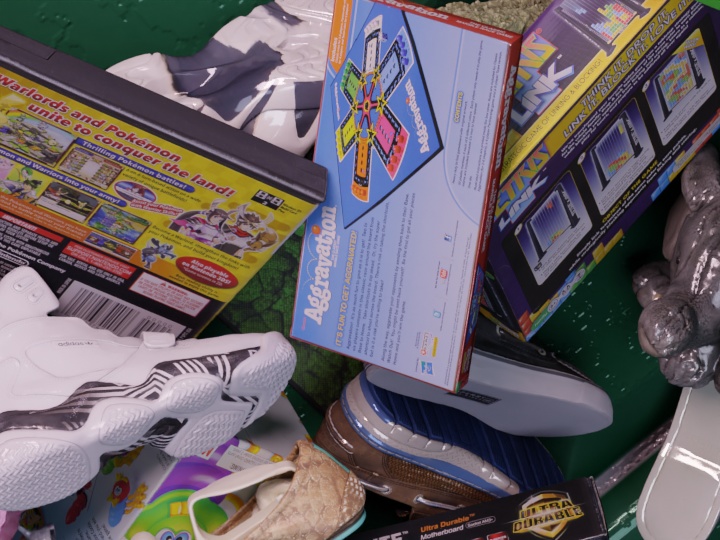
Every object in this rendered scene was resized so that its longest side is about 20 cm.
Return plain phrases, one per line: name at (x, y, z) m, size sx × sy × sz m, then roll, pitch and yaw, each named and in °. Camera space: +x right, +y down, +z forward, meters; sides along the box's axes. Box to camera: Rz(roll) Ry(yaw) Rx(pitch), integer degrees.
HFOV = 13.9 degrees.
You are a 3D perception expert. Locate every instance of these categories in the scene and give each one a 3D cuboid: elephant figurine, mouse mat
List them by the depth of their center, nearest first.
elephant figurine at (0.226, -0.005, 1.731) m, size 0.140 × 0.156 × 0.200 m, roll -13°, pitch 157°, yaw 5°
mouse mat at (0.000, 0.000, 1.745) m, size 0.161 × 0.008 × 0.200 m, roll -41°, pitch 130°, yaw 6°

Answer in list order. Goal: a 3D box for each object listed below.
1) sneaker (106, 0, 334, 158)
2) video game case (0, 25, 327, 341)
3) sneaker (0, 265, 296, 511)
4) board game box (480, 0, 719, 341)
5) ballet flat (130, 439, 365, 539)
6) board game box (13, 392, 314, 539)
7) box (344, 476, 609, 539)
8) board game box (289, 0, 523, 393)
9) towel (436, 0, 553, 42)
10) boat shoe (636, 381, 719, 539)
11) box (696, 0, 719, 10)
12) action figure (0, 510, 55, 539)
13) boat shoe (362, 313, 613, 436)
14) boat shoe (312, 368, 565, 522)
sneaker at (-0.051, -0.070, 1.633) m, size 0.198 × 0.080 × 0.130 m, roll -23°, pitch 138°, yaw -20°
video game case at (-0.146, -0.035, 1.572) m, size 0.199 × 0.026 × 0.181 m, roll 23°, pitch 137°, yaw -22°
sneaker at (-0.138, 0.048, 1.598) m, size 0.199 × 0.115 × 0.075 m, roll -20°, pitch 150°, yaw -28°
board game box at (0.123, -0.078, 1.651) m, size 0.200 × 0.057 × 0.166 m, roll -47°, pitch 151°, yaw -10°
ballet flat at (-0.091, 0.162, 1.651) m, size 0.199 × 0.071 × 0.065 m, roll -35°, pitch 104°, yaw -4°
board game box at (-0.125, 0.153, 1.728) m, size 0.103 × 0.105 × 0.200 m, roll 25°, pitch 110°, yaw -35°
box at (0.061, 0.207, 1.833) m, size 0.199 × 0.046 × 0.159 m, roll -15°, pitch 145°, yaw 1°
board game box at (0.022, -0.042, 1.554) m, size 0.019 × 0.102 × 0.201 m, roll -37°, pitch 141°, yaw -58°
towel at (0.063, -0.089, 1.643) m, size 0.199 × 0.036 × 0.149 m, roll -13°, pitch 134°, yaw -53°
boat shoe at (0.241, 0.089, 1.893) m, size 0.201 × 0.073 × 0.062 m, roll -63°, pitch 167°, yaw 13°
box at (0.177, -0.245, 1.543) m, size 0.199 × 0.097 × 0.178 m, roll 19°, pitch 69°, yaw -29°
action figure at (-0.243, 0.132, 1.623) m, size 0.200 × 0.149 × 0.134 m, roll 39°, pitch 135°, yaw -9°
boat shoe at (0.081, 0.054, 1.776) m, size 0.068 × 0.057 × 0.199 m, roll -20°, pitch 152°, yaw 40°
boat shoe at (0.048, 0.119, 1.814) m, size 0.199 × 0.073 × 0.072 m, roll 29°, pitch 122°, yaw -37°
